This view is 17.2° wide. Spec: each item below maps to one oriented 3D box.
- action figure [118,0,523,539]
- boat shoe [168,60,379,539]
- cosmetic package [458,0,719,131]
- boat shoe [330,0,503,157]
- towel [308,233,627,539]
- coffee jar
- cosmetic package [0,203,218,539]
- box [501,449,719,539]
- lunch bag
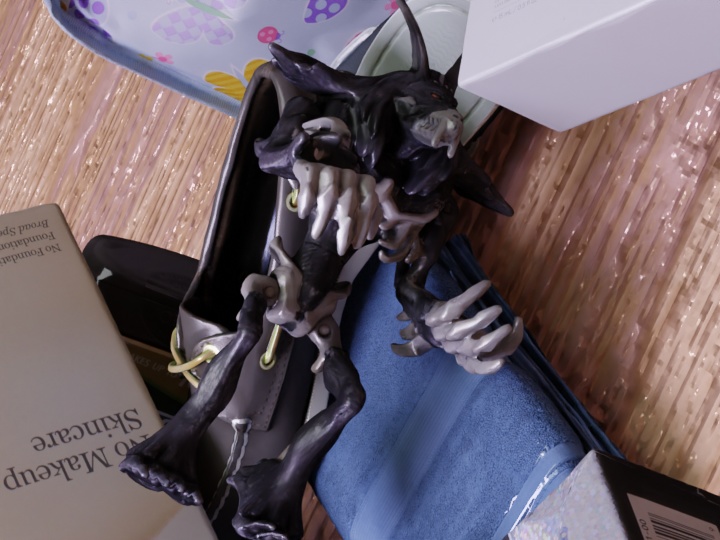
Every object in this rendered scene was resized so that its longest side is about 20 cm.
[{"bbox_3d":[0.000,0.000,0.827,0.102,0.118,0.201,12,73,58],"label":"action figure"},{"bbox_3d":[-0.042,0.017,0.916,0.072,0.060,0.203,32,107,57],"label":"boat shoe"},{"bbox_3d":[0.117,-0.143,0.739,0.199,0.051,0.152,-19,58,52],"label":"cosmetic package"},{"bbox_3d":[0.013,-0.058,0.972,0.200,0.076,0.060,-37,5,44],"label":"boat shoe"},{"bbox_3d":[0.033,0.070,0.885,0.112,0.048,0.200,-59,35,18],"label":"towel"},{"bbox_3d":[-0.105,0.090,1.023,0.085,0.103,0.202,-159,88,-81],"label":"coffee jar"},{"bbox_3d":[-0.128,0.083,0.907,0.201,0.103,0.073,60,150,24],"label":"cosmetic package"},{"bbox_3d":[0.099,0.173,0.655,0.115,0.131,0.201,-48,39,28],"label":"box"},{"bbox_3d":[-0.062,-0.165,1.008,0.127,0.199,0.170,-48,38,31],"label":"lunch bag"}]
